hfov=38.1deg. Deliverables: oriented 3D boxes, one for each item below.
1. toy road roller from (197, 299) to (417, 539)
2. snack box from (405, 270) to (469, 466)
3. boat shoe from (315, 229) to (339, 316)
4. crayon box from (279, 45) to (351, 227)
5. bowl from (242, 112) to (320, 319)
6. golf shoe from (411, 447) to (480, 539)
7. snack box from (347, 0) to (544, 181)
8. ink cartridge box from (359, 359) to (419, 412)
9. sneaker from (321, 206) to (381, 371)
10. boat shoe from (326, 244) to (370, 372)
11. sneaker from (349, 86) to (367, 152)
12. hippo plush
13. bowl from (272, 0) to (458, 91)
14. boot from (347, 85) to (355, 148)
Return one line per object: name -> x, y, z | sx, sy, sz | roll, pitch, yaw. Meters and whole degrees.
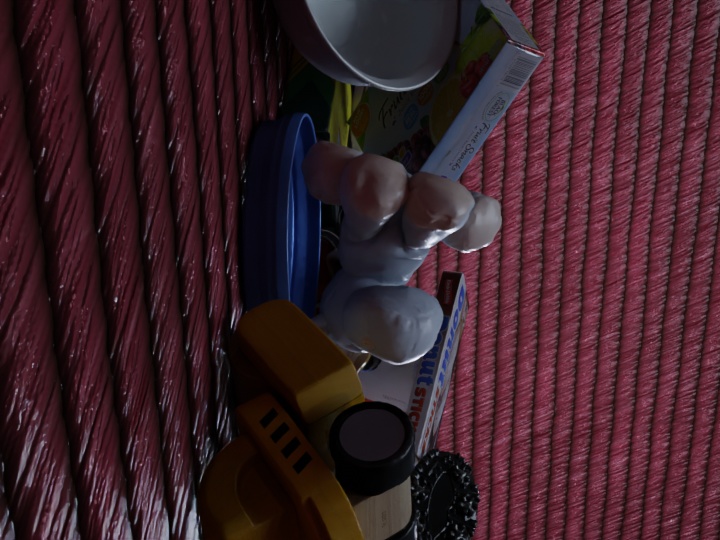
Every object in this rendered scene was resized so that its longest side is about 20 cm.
toy road roller -> -0.057, 0.132, 0.726 | 0.200, 0.146, 0.123 | 46, -29, 39
snack box -> 0.074, 0.103, 1.041 | 0.072, 0.024, 0.201 | 70, 32, -56
boat shoe -> -0.041, 0.059, 1.031 | 0.063, 0.071, 0.201 | -2, 92, -77
crayon box -> -0.042, -0.157, 1.045 | 0.127, 0.051, 0.200 | 86, 7, -47
bowl -> -0.064, -0.031, 0.881 | 0.201, 0.039, 0.202 | 1, 90, -85
golf shoe -> 0.054, 0.262, 0.953 | 0.095, 0.077, 0.201 | 122, -15, -56
snack box -> 0.074, -0.171, 0.992 | 0.200, 0.053, 0.142 | -56, -140, 31
ink cartridge box -> 0.008, 0.122, 1.148 | 0.057, 0.162, 0.201 | 5, 96, -47
sneaker -> -0.011, 0.007, 1.081 | 0.071, 0.082, 0.200 | -7, 87, -59
boat shoe -> 0.000, 0.000, 0.994 | 0.074, 0.069, 0.200 | 121, -10, -53
sneaker -> 0.051, -0.180, 1.163 | 0.073, 0.114, 0.201 | 56, 35, -60
hippo plush -> 0.002, -0.010, 0.869 | 0.200, 0.159, 0.161 | 22, -86, 52
bowl -> -0.012, -0.244, 0.906 | 0.201, 0.090, 0.202 | 9, 76, -42
boot -> -0.029, -0.193, 1.198 | 0.132, 0.069, 0.201 | 62, 22, -66
